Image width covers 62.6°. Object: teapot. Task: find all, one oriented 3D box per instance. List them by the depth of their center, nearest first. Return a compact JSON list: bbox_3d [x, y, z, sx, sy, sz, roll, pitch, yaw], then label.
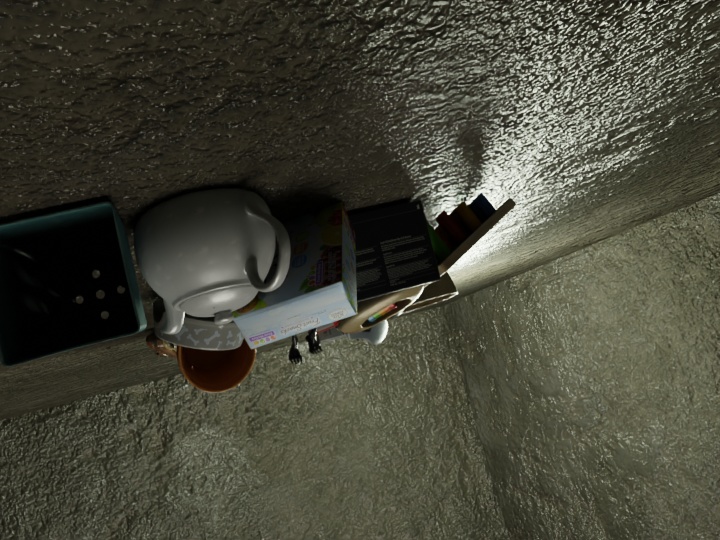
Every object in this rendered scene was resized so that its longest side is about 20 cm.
[{"bbox_3d":[-0.187,-0.006,0.762,0.192,0.150,0.200,-15,170,-9],"label":"teapot"}]

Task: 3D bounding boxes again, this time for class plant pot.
[{"bbox_3d":[-0.335,0.021,0.713,0.137,0.146,0.200,-14,178,-14],"label":"plant pot"},{"bbox_3d":[-0.378,0.195,1.513,0.195,0.207,0.139,-12,-173,-27],"label":"plant pot"},{"bbox_3d":[0.147,0.025,1.580,0.195,0.138,0.200,-16,172,-2],"label":"plant pot"}]

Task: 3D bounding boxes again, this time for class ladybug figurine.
[{"bbox_3d":[0.032,0.058,1.193,0.197,0.073,0.136,-30,162,9],"label":"ladybug figurine"}]

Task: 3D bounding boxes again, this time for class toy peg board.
[{"bbox_3d":[0.177,-0.077,1.177,0.198,0.098,0.200,-42,178,-15],"label":"toy peg board"}]

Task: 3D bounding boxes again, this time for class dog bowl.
[{"bbox_3d":[-0.318,0.107,1.180,0.194,0.061,0.200,10,-175,-1],"label":"dog bowl"}]

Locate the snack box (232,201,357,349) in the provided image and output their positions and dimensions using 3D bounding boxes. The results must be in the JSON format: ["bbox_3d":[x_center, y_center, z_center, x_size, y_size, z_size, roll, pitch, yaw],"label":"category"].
[{"bbox_3d":[-0.091,0.002,0.870,0.164,0.069,0.202,-18,-146,12],"label":"snack box"}]

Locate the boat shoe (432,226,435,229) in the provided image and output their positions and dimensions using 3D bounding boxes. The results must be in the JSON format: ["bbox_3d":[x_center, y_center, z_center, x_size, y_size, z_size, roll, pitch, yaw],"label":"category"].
[{"bbox_3d":[0.148,-0.056,1.325,0.070,0.066,0.198,-23,169,34],"label":"boat shoe"}]

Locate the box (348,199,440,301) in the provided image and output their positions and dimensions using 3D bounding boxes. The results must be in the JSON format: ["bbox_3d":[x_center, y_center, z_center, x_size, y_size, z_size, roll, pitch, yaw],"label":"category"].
[{"bbox_3d":[0.024,-0.027,1.024,0.194,0.146,0.079,-13,178,-18],"label":"box"}]

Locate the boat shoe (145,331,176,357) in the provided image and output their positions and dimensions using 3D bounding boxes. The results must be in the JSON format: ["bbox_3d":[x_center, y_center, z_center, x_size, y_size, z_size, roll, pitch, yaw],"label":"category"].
[{"bbox_3d":[-0.519,0.194,1.586,0.065,0.074,0.201,-10,164,-5],"label":"boat shoe"}]

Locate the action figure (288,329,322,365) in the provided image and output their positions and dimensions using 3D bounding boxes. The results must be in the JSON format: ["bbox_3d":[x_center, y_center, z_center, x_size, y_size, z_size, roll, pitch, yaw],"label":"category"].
[{"bbox_3d":[-0.114,0.083,1.212,0.116,0.206,0.101,-16,-156,-29],"label":"action figure"}]

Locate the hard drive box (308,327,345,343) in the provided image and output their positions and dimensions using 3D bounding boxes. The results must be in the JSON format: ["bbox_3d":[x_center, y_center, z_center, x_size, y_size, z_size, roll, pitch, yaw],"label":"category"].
[{"bbox_3d":[-0.049,0.097,1.583,0.195,0.160,0.077,-12,171,-23],"label":"hard drive box"}]

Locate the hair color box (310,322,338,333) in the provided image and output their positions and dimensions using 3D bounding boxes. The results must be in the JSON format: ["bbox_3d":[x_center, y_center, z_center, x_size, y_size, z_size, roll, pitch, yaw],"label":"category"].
[{"bbox_3d":[-0.046,0.062,1.430,0.110,0.065,0.200,-26,-167,41],"label":"hair color box"}]

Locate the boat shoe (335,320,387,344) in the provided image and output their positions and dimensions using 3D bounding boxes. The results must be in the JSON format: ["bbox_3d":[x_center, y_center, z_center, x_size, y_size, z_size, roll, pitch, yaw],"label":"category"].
[{"bbox_3d":[0.000,0.143,1.498,0.067,0.076,0.197,21,-172,33],"label":"boat shoe"}]

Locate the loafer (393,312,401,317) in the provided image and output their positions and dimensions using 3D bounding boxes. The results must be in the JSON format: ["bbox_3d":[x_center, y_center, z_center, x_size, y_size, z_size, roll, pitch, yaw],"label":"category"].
[{"bbox_3d":[0.045,0.084,1.363,0.069,0.070,0.200,-22,176,-17],"label":"loafer"}]
